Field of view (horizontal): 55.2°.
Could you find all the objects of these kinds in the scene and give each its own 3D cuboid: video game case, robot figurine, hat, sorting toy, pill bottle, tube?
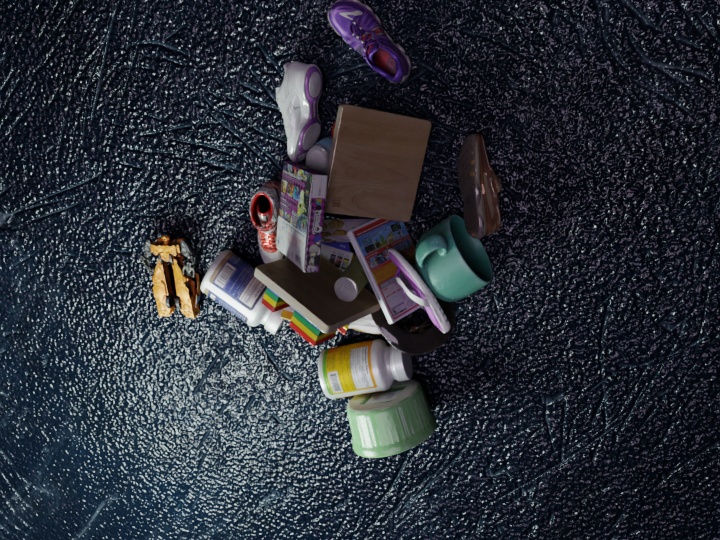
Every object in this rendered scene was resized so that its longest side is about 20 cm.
[{"bbox_3d":[0.068,-0.011,1.410,0.017,0.141,0.204,-26,89,53],"label":"video game case"},{"bbox_3d":[-0.119,-0.111,1.360,0.035,0.199,0.187,0,104,-23],"label":"video game case"},{"bbox_3d":[-0.438,0.010,1.611,0.140,0.058,0.206,2,110,13],"label":"robot figurine"},{"bbox_3d":[0.103,0.087,1.478,0.194,0.081,0.207,3,71,-9],"label":"hat"},{"bbox_3d":[0.021,-0.213,1.357,0.195,0.069,0.205,4,108,-27],"label":"sorting toy"},{"bbox_3d":[-0.251,0.053,1.548,0.198,0.111,0.112,35,114,0],"label":"pill bottle"},{"bbox_3d":[0.013,0.217,1.538,0.194,0.111,0.114,-12,106,18],"label":"pill bottle"},{"bbox_3d":[-0.089,0.058,1.376,0.198,0.197,0.071,36,117,22],"label":"sorting toy"},{"bbox_3d":[0.000,0.000,1.415,0.051,0.200,0.059,26,116,7],"label":"tube"}]

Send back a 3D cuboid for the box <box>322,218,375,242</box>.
[{"bbox_3d":[-0.048,-0.085,1.468,0.194,0.039,0.043,1,73,10],"label":"box"}]

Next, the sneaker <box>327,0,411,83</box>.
[{"bbox_3d":[0.018,-0.441,1.315,0.199,0.084,0.081,41,114,-2],"label":"sneaker"}]

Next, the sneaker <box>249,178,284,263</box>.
[{"bbox_3d":[-0.204,-0.088,1.486,0.065,0.108,0.207,11,112,10],"label":"sneaker"}]

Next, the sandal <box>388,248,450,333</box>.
[{"bbox_3d":[0.110,0.048,1.369,0.049,0.082,0.205,-37,97,-7],"label":"sandal"}]

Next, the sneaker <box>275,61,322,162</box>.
[{"bbox_3d":[-0.130,-0.327,1.414,0.098,0.074,0.205,24,119,31],"label":"sneaker"}]

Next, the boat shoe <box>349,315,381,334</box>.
[{"bbox_3d":[-0.030,0.089,1.529,0.193,0.071,0.071,6,111,3],"label":"boat shoe"}]

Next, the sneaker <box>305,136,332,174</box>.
[{"bbox_3d":[-0.079,-0.190,1.442,0.073,0.082,0.202,32,138,10],"label":"sneaker"}]

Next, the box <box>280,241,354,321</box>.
[{"bbox_3d":[-0.088,0.024,1.496,0.116,0.042,0.205,16,80,8],"label":"box"}]

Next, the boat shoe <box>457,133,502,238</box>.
[{"bbox_3d":[0.241,-0.169,1.369,0.070,0.075,0.207,-9,99,-21],"label":"boat shoe"}]

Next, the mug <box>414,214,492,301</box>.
[{"bbox_3d":[0.169,-0.026,1.380,0.113,0.154,0.185,-32,120,28],"label":"mug"}]

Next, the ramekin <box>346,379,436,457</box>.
[{"bbox_3d":[0.063,0.319,1.519,0.195,0.200,0.100,-15,99,19],"label":"ramekin"}]
